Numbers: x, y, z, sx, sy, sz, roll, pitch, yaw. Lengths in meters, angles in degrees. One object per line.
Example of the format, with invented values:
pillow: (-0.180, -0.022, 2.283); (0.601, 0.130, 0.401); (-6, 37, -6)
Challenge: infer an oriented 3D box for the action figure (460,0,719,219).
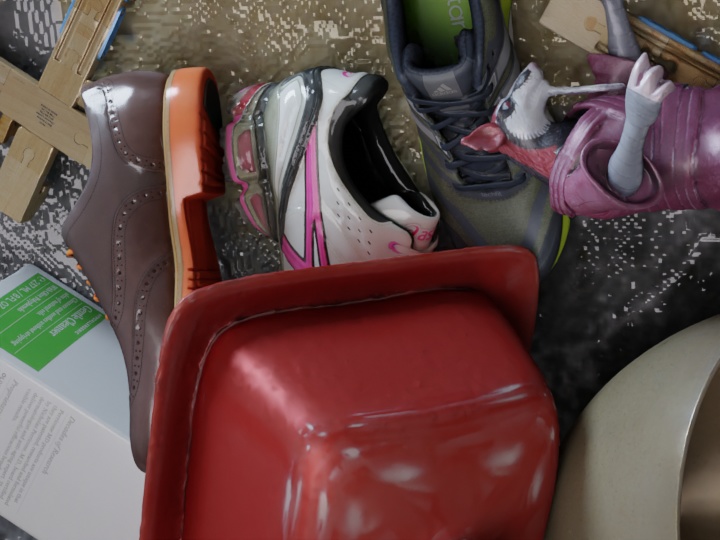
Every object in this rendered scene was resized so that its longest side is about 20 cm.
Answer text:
action figure: (0.143, -0.053, 0.774); (0.199, 0.134, 0.150); (-2, 125, 19)

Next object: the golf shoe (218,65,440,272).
golf shoe: (0.000, 0.000, 0.876); (0.092, 0.073, 0.201); (-9, 106, 37)

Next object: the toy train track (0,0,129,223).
toy train track: (-0.136, -0.117, 0.914); (0.114, 0.033, 0.201); (33, 109, 13)

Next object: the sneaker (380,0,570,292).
sneaker: (0.046, -0.081, 0.838); (0.073, 0.081, 0.201); (-13, 104, 21)

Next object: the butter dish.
butter dish: (0.015, 0.107, 0.796); (0.148, 0.199, 0.201); (42, 131, 50)

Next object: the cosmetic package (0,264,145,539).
cosmetic package: (-0.128, 0.094, 0.939); (0.199, 0.108, 0.085); (30, 112, 4)

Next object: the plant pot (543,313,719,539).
plant pot: (0.161, 0.115, 0.826); (0.134, 0.200, 0.201); (-7, 108, 50)

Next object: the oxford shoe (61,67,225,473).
oxford shoe: (-0.106, 0.003, 0.870); (0.072, 0.071, 0.201); (0, 83, 7)

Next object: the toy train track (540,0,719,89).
toy train track: (0.176, -0.076, 0.822); (0.199, 0.033, 0.115); (31, 107, 12)
